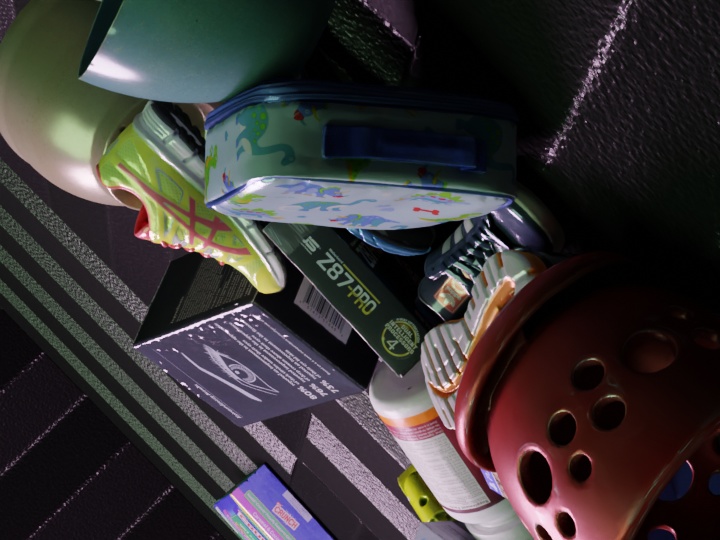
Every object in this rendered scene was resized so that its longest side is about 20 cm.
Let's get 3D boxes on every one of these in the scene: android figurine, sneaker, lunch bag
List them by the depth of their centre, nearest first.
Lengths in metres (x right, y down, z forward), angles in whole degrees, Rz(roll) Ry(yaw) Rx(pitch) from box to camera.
[{"bbox_3d":[0.001,-0.078,1.186,0.161,0.198,0.084,166,106,-69],"label":"lunch bag"},{"bbox_3d":[0.107,0.053,1.272,0.079,0.077,0.200,66,147,22],"label":"sneaker"},{"bbox_3d":[0.089,-0.003,1.298,0.075,0.084,0.200,44,162,6],"label":"sneaker"},{"bbox_3d":[-0.007,-0.095,1.319,0.200,0.082,0.071,53,-166,-1],"label":"sneaker"},{"bbox_3d":[-0.133,-0.046,1.380,0.200,0.090,0.078,50,-170,-31],"label":"sneaker"},{"bbox_3d":[0.107,0.266,1.813,0.182,0.041,0.201,39,-168,-40],"label":"android figurine"}]

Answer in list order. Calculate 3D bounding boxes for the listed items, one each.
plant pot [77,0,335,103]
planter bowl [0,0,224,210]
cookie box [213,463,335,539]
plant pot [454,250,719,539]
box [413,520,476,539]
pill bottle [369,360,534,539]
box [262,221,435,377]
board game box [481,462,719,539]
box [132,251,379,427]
[{"bbox_3d":[-0.091,-0.194,1.181,0.134,0.202,0.200,24,167,-15],"label":"plant pot"},{"bbox_3d":[-0.184,-0.133,1.428,0.135,0.199,0.201,46,166,39],"label":"planter bowl"},{"bbox_3d":[-0.132,0.388,2.659,0.171,0.075,0.200,47,162,1],"label":"cookie box"},{"bbox_3d":[0.172,0.100,1.145,0.182,0.200,0.201,40,162,32],"label":"plant pot"},{"bbox_3d":[0.161,0.292,1.652,0.155,0.042,0.199,34,-165,36],"label":"box"},{"bbox_3d":[0.100,0.156,1.571,0.201,0.110,0.109,56,160,-26],"label":"pill bottle"},{"bbox_3d":[0.000,0.000,1.443,0.161,0.049,0.200,46,-171,-1],"label":"box"},{"bbox_3d":[0.177,0.134,1.367,0.199,0.097,0.160,29,155,44],"label":"board game box"},{"bbox_3d":[-0.089,0.049,1.605,0.148,0.105,0.199,40,145,-27],"label":"box"}]
